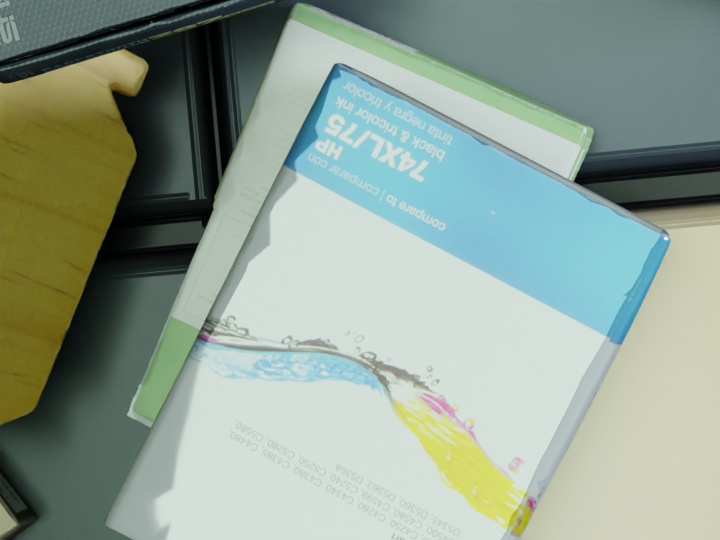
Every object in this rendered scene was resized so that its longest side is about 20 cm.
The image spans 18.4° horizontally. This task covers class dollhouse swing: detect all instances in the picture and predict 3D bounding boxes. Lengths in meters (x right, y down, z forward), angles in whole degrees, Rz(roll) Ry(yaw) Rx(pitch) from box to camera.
[{"bbox_3d":[-0.235,-0.037,1.014,0.181,0.175,0.201,25,81,-30],"label":"dollhouse swing"}]

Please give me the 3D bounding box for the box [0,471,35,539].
[{"bbox_3d":[-0.266,0.133,1.047,0.200,0.032,0.121,-40,86,8],"label":"box"}]

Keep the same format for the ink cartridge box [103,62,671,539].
[{"bbox_3d":[0.017,0.042,0.897,0.145,0.147,0.201,28,94,6],"label":"ink cartridge box"}]

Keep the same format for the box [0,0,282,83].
[{"bbox_3d":[-0.104,-0.194,0.913,0.156,0.051,0.202,-16,90,1],"label":"box"}]

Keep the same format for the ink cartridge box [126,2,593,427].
[{"bbox_3d":[0.000,0.000,0.995,0.145,0.048,0.201,24,96,8],"label":"ink cartridge box"}]
